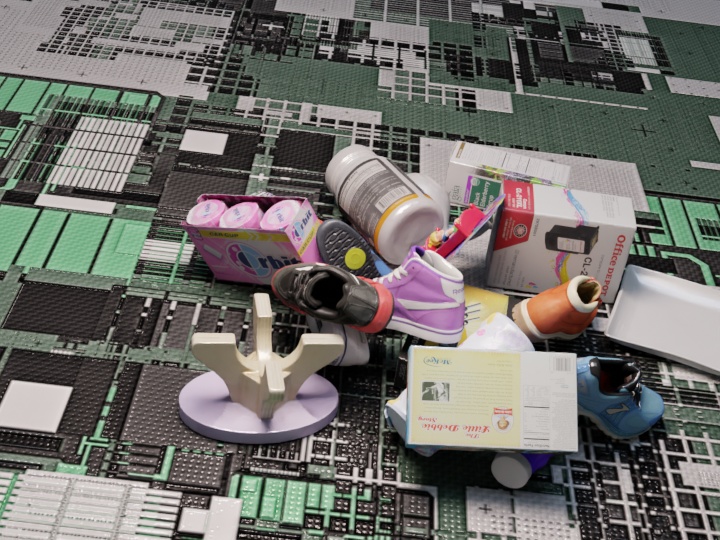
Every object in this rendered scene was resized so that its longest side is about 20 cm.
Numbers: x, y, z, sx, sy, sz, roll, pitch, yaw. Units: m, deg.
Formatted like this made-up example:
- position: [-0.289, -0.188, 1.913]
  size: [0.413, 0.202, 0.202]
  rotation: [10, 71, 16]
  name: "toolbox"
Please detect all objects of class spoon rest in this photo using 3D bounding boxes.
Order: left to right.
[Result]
- position: [0.126, -0.098, 1.748]
  size: [0.099, 0.061, 0.200]
  rotation: [37, 3, -37]
  name: "spoon rest"

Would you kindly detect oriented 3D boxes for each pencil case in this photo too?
- position: [0.124, 0.139, 1.368]
  size: [0.200, 0.083, 0.091]
  rotation: [-40, 59, -16]
  name: "pencil case"

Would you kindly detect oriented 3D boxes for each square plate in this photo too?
- position: [0.469, 0.077, 1.623]
  size: [0.199, 0.029, 0.198]
  rotation: [18, 36, 14]
  name: "square plate"

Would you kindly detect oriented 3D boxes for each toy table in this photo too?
- position: [-0.121, 0.129, 1.365]
  size: [0.199, 0.118, 0.184]
  rotation: [-7, 38, -21]
  name: "toy table"

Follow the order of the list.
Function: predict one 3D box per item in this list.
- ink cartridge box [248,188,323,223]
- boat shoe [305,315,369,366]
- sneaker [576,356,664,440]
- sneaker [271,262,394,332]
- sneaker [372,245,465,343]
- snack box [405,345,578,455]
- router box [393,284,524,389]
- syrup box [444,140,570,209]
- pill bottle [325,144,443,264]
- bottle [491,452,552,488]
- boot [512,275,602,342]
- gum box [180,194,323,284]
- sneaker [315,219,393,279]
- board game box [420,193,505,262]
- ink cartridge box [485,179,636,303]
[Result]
- position: [-0.112, -0.046, 1.664]
  size: [0.199, 0.051, 0.109]
  rotation: [29, 40, 28]
  name: "ink cartridge box"
- position: [-0.030, 0.059, 1.521]
  size: [0.065, 0.072, 0.200]
  rotation: [11, 28, -20]
  name: "boat shoe"
- position: [0.323, 0.155, 1.382]
  size: [0.199, 0.090, 0.079]
  rotation: [20, 54, -38]
  name: "sneaker"
- position: [-0.053, 0.024, 1.398]
  size: [0.200, 0.071, 0.098]
  rotation: [16, -4, 43]
  name: "sneaker"
- position: [0.044, 0.015, 1.430]
  size: [0.199, 0.115, 0.073]
  rotation: [11, 23, 22]
  name: "sneaker"
- position: [0.153, 0.152, 1.298]
  size: [0.198, 0.037, 0.117]
  rotation: [3, 75, -1]
  name: "snack box"
- position: [0.146, 0.100, 1.509]
  size: [0.156, 0.053, 0.200]
  rotation: [15, 36, 9]
  name: "router box"
- position: [0.242, -0.145, 1.844]
  size: [0.199, 0.079, 0.082]
  rotation: [14, 36, 8]
  name: "syrup box"
- position: [0.032, -0.107, 1.720]
  size: [0.116, 0.117, 0.200]
  rotation: [-14, 40, -27]
  name: "pill bottle"
- position: [0.220, 0.190, 1.382]
  size: [0.083, 0.065, 0.200]
  rotation: [35, 41, 8]
  name: "bottle"
- position: [0.301, 0.047, 1.534]
  size: [0.200, 0.107, 0.075]
  rotation: [-11, 71, -57]
  name: "boot"
- position: [-0.144, -0.042, 1.540]
  size: [0.199, 0.114, 0.066]
  rotation: [5, 50, 34]
  name: "gum box"
- position: [0.000, 0.000, 1.534]
  size: [0.066, 0.200, 0.078]
  rotation: [-44, 28, 1]
  name: "sneaker"
- position: [0.125, -0.048, 1.586]
  size: [0.039, 0.200, 0.158]
  rotation: [42, 7, -2]
  name: "board game box"
- position: [0.297, -0.043, 1.654]
  size: [0.198, 0.146, 0.083]
  rotation: [8, 36, 1]
  name: "ink cartridge box"
